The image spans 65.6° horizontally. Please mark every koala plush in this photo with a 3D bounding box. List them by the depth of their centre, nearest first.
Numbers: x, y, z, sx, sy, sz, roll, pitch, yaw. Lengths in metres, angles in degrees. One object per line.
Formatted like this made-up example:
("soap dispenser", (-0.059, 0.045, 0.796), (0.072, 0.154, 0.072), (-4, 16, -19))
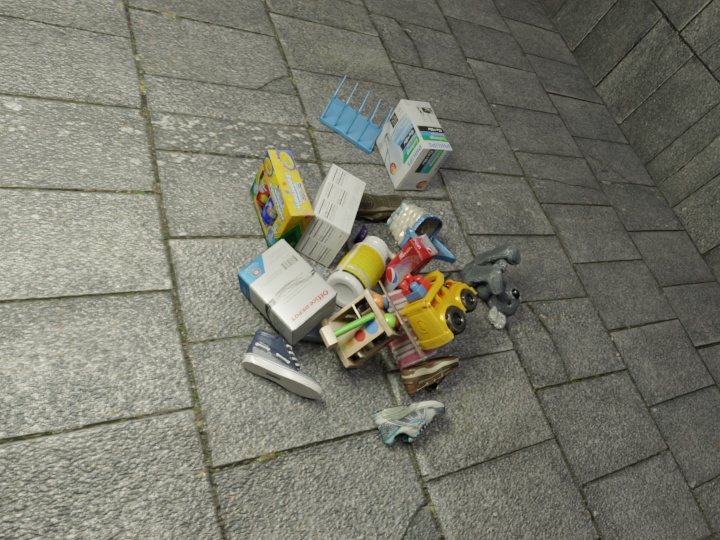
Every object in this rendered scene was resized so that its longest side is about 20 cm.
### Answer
("koala plush", (0.418, 0.056, 1.707), (0.202, 0.181, 0.178), (54, 54, -17))

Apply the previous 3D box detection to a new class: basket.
("basket", (0.184, -0.098, 1.637), (0.200, 0.141, 0.175), (44, 16, 29))

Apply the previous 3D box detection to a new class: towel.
("towel", (0.117, 0.151, 1.503), (0.143, 0.030, 0.205), (-15, 75, -36))

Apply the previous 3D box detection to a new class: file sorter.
("file sorter", (-0.009, -0.516, 1.828), (0.197, 0.123, 0.141), (31, 47, -9))

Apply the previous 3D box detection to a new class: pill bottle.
("pill bottle", (0.000, 0.000, 1.486), (0.112, 0.113, 0.201), (39, 48, -2))

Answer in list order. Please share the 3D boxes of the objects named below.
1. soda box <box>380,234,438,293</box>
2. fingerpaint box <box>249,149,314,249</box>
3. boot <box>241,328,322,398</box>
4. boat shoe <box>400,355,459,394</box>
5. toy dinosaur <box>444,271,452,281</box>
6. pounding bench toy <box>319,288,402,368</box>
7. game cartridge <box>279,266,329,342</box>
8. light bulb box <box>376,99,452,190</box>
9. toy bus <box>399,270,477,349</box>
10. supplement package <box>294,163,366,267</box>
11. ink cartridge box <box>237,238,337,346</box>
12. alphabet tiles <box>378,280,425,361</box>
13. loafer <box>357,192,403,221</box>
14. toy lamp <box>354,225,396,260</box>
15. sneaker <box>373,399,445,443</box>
("soda box", (0.122, -0.012, 1.511), (0.069, 0.200, 0.064), (-21, 71, -38))
("fingerpaint box", (-0.208, -0.175, 1.438), (0.072, 0.167, 0.205), (-6, 63, -34))
("boot", (-0.164, 0.209, 1.265), (0.196, 0.073, 0.092), (29, 54, -11))
("boat shoe", (0.184, 0.275, 1.456), (0.198, 0.074, 0.078), (-8, 87, -37))
("toy dinosaur", (0.242, 0.060, 1.648), (0.198, 0.048, 0.089), (-25, 68, -44))
("pounding bench toy", (0.003, 0.131, 1.307), (0.126, 0.154, 0.200), (58, 8, 16))
("game cartridge", (-0.141, 0.079, 1.396), (0.129, 0.041, 0.205), (9, 56, -23))
("light bulb box", (0.168, -0.402, 1.811), (0.122, 0.199, 0.205), (-5, 60, -31))
("toy bus", (0.191, 0.073, 1.469), (0.193, 0.135, 0.200), (50, 50, -10))
("supplement package", (-0.081, -0.147, 1.506), (0.109, 0.156, 0.204), (27, 48, -11))
("ink cartridge box", (-0.171, 0.050, 1.314), (0.144, 0.085, 0.199), (-38, 69, -27))
("alphabet tiles", (0.102, 0.126, 1.362), (0.170, 0.007, 0.201), (59, 2, -21))
("loafer", (0.036, -0.183, 1.670), (0.193, 0.068, 0.078), (2, 53, -12))
("toy lamp", (0.077, -0.052, 1.609), (0.198, 0.058, 0.059), (37, 47, -7))
("sneaker", (0.123, 0.368, 1.353), (0.194, 0.077, 0.089), (-5, 73, -26))
